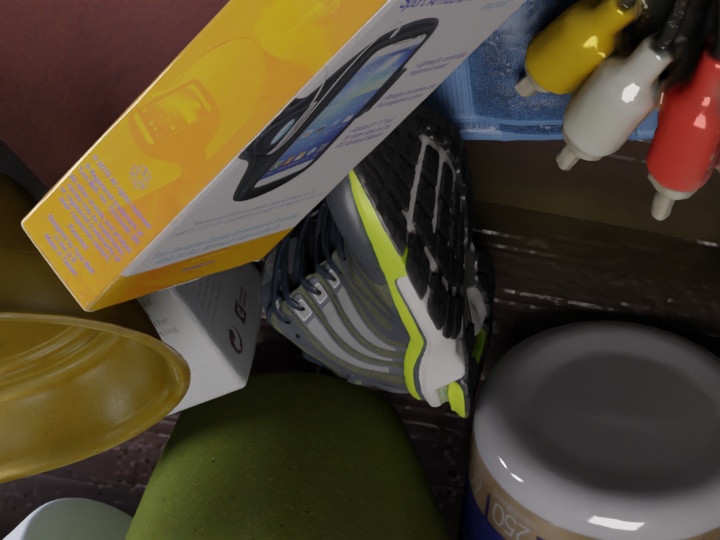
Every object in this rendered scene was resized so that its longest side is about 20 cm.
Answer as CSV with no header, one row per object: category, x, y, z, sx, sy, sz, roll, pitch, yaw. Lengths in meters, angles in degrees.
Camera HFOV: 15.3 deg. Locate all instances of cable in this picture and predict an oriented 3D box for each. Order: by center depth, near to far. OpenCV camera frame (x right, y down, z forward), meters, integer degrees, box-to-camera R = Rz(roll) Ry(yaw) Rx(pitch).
cable,0.108,-0.084,0.852,0.097,0.050,0.200,41,153,13

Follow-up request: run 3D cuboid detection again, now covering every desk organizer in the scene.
desk organizer,-0.054,-0.106,0.846,0.077,0.072,0.200,45,135,4

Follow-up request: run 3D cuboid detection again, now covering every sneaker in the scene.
sneaker,0.000,0.000,0.986,0.080,0.074,0.200,4,154,10

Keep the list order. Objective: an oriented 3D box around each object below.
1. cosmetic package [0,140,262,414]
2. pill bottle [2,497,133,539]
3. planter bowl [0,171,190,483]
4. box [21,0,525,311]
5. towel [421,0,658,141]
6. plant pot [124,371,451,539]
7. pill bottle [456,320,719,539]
cosmetic package,-0.128,-0.029,1.001,0.101,0.074,0.200,-20,123,20
pill bottle,-0.163,0.191,1.157,0.114,0.114,0.200,33,124,-22
planter bowl,-0.162,0.012,0.916,0.199,0.084,0.201,-9,162,-3
box,-0.004,-0.071,0.822,0.042,0.119,0.200,49,114,11
towel,0.014,-0.094,0.953,0.199,0.049,0.112,0,129,4
plant pot,-0.027,0.149,1.038,0.186,0.201,0.187,0,147,0
pill bottle,0.093,0.129,1.088,0.115,0.116,0.201,5,129,0
